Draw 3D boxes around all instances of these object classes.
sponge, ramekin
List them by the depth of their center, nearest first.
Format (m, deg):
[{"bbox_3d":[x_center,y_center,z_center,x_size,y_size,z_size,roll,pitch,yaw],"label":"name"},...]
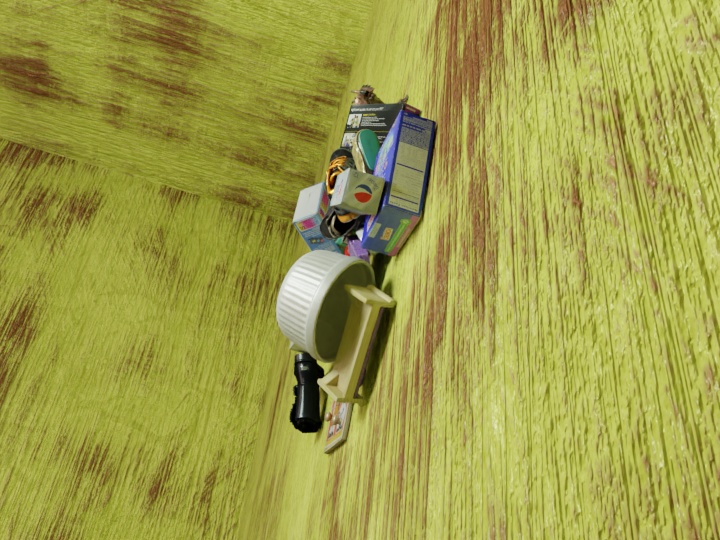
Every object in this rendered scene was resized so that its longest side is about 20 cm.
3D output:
[{"bbox_3d":[-0.068,0.058,1.468,0.200,0.104,0.203,-41,-38,-42],"label":"ramekin"},{"bbox_3d":[0.000,0.000,1.631,0.200,0.029,0.114,-113,15,-75],"label":"sponge"}]

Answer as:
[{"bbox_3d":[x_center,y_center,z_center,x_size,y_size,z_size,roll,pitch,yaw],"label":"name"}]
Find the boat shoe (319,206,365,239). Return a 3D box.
[{"bbox_3d":[-0.041,-0.109,1.667,0.073,0.075,0.199,-34,1,-34],"label":"boat shoe"}]

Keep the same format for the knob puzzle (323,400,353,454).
[{"bbox_3d":[-0.043,0.256,1.610,0.220,0.030,0.223,-165,89,-82],"label":"knob puzzle"}]

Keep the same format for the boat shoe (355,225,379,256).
[{"bbox_3d":[0.031,-0.068,1.600,0.056,0.069,0.200,-39,5,3],"label":"boat shoe"}]

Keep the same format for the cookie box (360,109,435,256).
[{"bbox_3d":[0.067,-0.154,1.441,0.171,0.074,0.203,123,160,-64],"label":"cookie box"}]

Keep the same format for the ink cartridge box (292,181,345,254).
[{"bbox_3d":[-0.085,-0.101,2.007,0.138,0.075,0.201,-81,-31,-48],"label":"ink cartridge box"}]

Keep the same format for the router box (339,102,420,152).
[{"bbox_3d":[0.032,-0.273,1.676,0.199,0.051,0.152,15,90,54],"label":"router box"}]

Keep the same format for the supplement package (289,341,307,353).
[{"bbox_3d":[-0.085,0.093,1.861,0.117,0.115,0.203,132,152,-70],"label":"supplement package"}]

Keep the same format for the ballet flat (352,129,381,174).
[{"bbox_3d":[0.027,-0.180,1.570,0.071,0.070,0.203,125,133,-65],"label":"ballet flat"}]

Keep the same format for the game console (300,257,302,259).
[{"bbox_3d":[-0.069,0.060,1.662,0.200,0.116,0.174,-163,74,-86],"label":"game console"}]

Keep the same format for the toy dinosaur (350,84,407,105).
[{"bbox_3d":[0.026,-0.354,1.835,0.201,0.133,0.087,115,167,-51],"label":"toy dinosaur"}]

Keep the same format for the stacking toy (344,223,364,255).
[{"bbox_3d":[0.003,-0.092,1.752,0.086,0.084,0.202,-85,9,-47],"label":"stacking toy"}]

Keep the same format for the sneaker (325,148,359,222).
[{"bbox_3d":[-0.036,-0.189,1.597,0.077,0.077,0.202,-27,41,15],"label":"sneaker"}]

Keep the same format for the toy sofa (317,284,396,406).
[{"bbox_3d":[0.004,0.132,1.412,0.083,0.096,0.203,32,108,55],"label":"toy sofa"}]

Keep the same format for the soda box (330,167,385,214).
[{"bbox_3d":[-0.008,-0.138,1.420,0.200,0.067,0.065,-157,82,-81],"label":"soda box"}]

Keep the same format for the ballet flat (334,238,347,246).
[{"bbox_3d":[-0.022,-0.130,1.979,0.068,0.070,0.202,-51,20,43],"label":"ballet flat"}]

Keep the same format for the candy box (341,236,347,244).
[{"bbox_3d":[0.015,-0.169,1.838,0.138,0.060,0.201,-84,12,-45],"label":"candy box"}]

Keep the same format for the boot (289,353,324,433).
[{"bbox_3d":[-0.127,0.306,1.897,0.201,0.075,0.171,87,-177,-67],"label":"boot"}]
